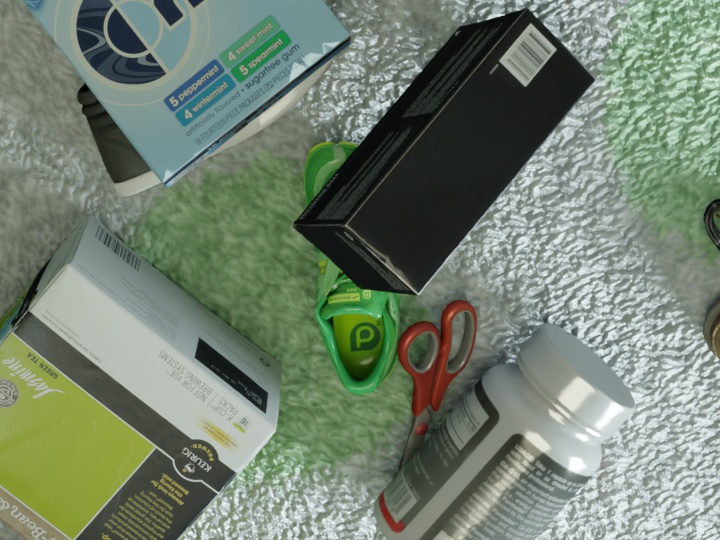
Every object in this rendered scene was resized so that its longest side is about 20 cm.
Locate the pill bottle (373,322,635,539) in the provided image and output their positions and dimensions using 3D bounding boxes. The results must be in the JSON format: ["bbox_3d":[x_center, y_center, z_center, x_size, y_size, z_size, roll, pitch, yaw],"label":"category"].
[{"bbox_3d":[0.113,0.146,1.594,0.114,0.114,0.200,37,105,-12],"label":"pill bottle"}]

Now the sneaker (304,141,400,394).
[{"bbox_3d":[0.000,0.000,1.561,0.074,0.084,0.201,-8,108,3],"label":"sneaker"}]

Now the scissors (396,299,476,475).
[{"bbox_3d":[0.055,0.113,1.631,0.073,0.014,0.201,-20,129,-31],"label":"scissors"}]

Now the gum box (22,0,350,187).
[{"bbox_3d":[-0.133,-0.190,1.472,0.170,0.045,0.200,-38,89,-1],"label":"gum box"}]

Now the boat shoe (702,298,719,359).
[{"bbox_3d":[0.361,0.074,1.591,0.199,0.072,0.076,11,109,-4],"label":"boat shoe"}]

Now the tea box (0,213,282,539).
[{"bbox_3d":[-0.195,0.105,1.571,0.200,0.134,0.197,40,104,-12],"label":"tea box"}]

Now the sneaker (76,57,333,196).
[{"bbox_3d":[-0.120,-0.141,1.519,0.199,0.071,0.099,-28,111,13],"label":"sneaker"}]

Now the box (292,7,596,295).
[{"bbox_3d":[0.057,-0.083,1.469,0.079,0.141,0.200,43,80,-16],"label":"box"}]

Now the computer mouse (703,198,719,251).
[{"bbox_3d":[0.353,-0.005,1.578,0.199,0.034,0.059,21,89,-5],"label":"computer mouse"}]
